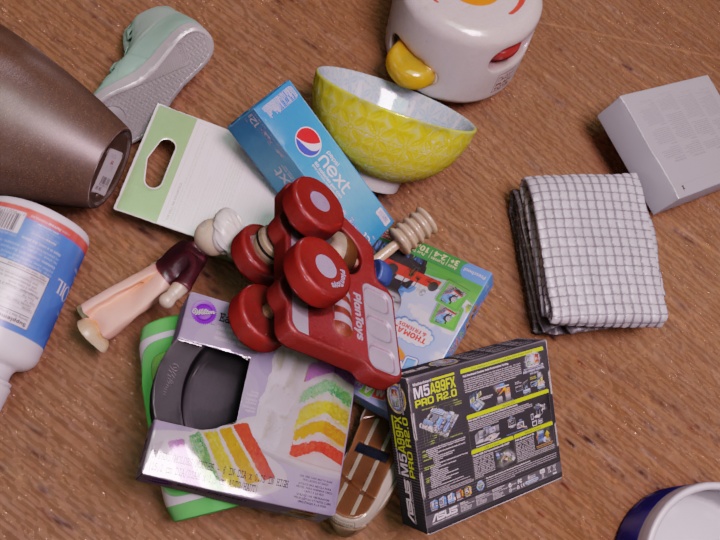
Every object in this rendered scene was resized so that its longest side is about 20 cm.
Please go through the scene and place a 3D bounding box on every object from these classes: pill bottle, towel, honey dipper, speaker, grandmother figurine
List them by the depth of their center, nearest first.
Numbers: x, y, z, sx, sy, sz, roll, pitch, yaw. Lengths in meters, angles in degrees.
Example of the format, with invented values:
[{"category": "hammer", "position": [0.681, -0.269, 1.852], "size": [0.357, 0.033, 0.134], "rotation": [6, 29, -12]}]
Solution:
[{"category": "pill bottle", "position": [-0.366, 0.035, 0.791], "size": [0.112, 0.112, 0.201], "rotation": [19, 70, -5]}, {"category": "speaker", "position": [-0.176, 0.151, 0.808], "size": [0.088, 0.088, 0.201], "rotation": [-10, 75, -15]}, {"category": "grandmother figurine", "position": [-0.206, 0.005, 0.824], "size": [0.200, 0.061, 0.121], "rotation": [-38, 38, -4]}, {"category": "honey dipper", "position": [0.000, 0.000, 0.880], "size": [0.200, 0.038, 0.038], "rotation": [-37, 83, -10]}, {"category": "towel", "position": [0.279, -0.018, 0.960], "size": [0.165, 0.086, 0.201], "rotation": [-2, 71, -14]}]

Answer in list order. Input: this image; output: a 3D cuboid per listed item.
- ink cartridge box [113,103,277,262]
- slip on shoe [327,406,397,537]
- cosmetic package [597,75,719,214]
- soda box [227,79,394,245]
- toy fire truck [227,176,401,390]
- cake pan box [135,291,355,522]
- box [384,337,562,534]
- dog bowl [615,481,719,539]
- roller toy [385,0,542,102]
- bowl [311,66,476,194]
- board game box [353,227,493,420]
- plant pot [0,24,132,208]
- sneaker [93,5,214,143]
[{"category": "ink cartridge box", "position": [-0.164, -0.092, 0.907], "size": [0.199, 0.048, 0.146], "rotation": [18, 70, -6]}, {"category": "slip on shoe", "position": [0.026, 0.201, 0.850], "size": [0.076, 0.061, 0.200], "rotation": [19, 49, 17]}, {"category": "cosmetic package", "position": [0.426, -0.170, 1.031], "size": [0.199, 0.052, 0.151], "rotation": [-18, 74, -32]}, {"category": "soda box", "position": [-0.055, -0.107, 0.876], "size": [0.200, 0.068, 0.064], "rotation": [53, 56, -15]}, {"category": "toy fire truck", "position": [-0.033, 0.011, 0.782], "size": [0.168, 0.112, 0.201], "rotation": [28, 39, -33]}, {"category": "cake pan box", "position": [-0.107, 0.133, 0.768], "size": [0.199, 0.052, 0.185], "rotation": [19, 61, -16]}, {"category": "box", "position": [0.125, 0.169, 0.831], "size": [0.199, 0.044, 0.161], "rotation": [-11, 94, -33]}, {"category": "dog bowl", "position": [0.388, 0.341, 0.866], "size": [0.199, 0.079, 0.201], "rotation": [3, 72, -10]}, {"category": "roller toy", "position": [0.127, -0.312, 0.990], "size": [0.181, 0.140, 0.201], "rotation": [8, 61, -6]}, {"category": "bowl", "position": [0.026, -0.156, 0.924], "size": [0.199, 0.200, 0.108], "rotation": [19, 111, -5]}, {"category": "board game box", "position": [0.038, 0.059, 0.882], "size": [0.151, 0.037, 0.200], "rotation": [25, 68, 20]}, {"category": "plant pot", "position": [-0.351, -0.147, 0.811], "size": [0.199, 0.187, 0.188], "rotation": [25, 69, -3]}, {"category": "sneaker", "position": [-0.273, -0.232, 0.932], "size": [0.200, 0.074, 0.118], "rotation": [-43, 48, -1]}]
